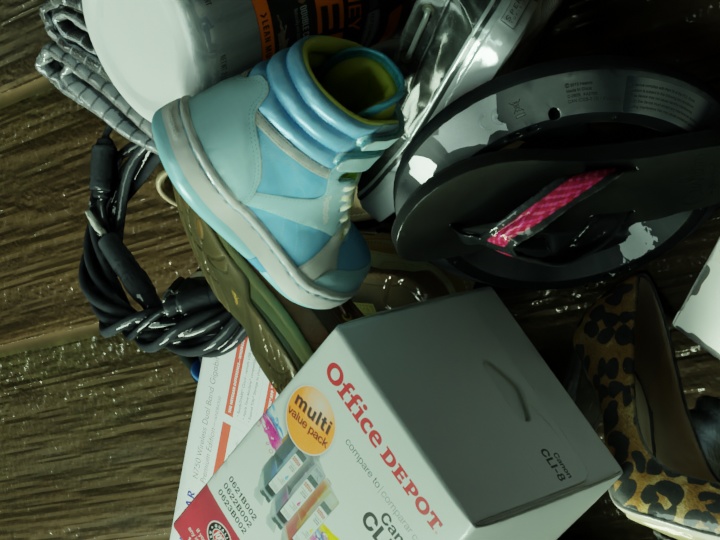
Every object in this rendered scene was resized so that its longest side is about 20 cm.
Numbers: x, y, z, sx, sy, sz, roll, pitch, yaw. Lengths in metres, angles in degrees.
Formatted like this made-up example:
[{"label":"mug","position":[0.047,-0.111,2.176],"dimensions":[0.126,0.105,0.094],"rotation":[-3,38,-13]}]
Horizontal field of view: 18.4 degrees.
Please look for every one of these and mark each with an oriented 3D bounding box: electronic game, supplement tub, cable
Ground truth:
[{"label":"electronic game","position":[0.117,-0.052,1.256],"dimensions":[0.200,0.199,0.042],"rotation":[118,151,-50]},{"label":"supplement tub","position":[-0.050,-0.169,1.281],"dimensions":[0.122,0.199,0.123],"rotation":[36,140,37]},{"label":"cable","position":[-0.108,-0.024,1.446],"dimensions":[0.199,0.051,0.164],"rotation":[13,84,34]}]

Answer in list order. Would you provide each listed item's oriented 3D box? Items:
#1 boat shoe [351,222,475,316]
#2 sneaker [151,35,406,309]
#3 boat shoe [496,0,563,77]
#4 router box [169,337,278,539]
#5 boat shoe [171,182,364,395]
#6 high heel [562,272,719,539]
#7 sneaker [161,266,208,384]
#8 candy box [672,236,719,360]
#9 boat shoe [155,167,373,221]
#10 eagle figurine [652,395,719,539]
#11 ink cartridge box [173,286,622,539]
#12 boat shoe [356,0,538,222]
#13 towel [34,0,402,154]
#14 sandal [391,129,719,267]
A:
[{"label":"boat shoe","position":[0.000,0.000,1.479],"dimensions":[0.199,0.076,0.072],"rotation":[11,132,40]},{"label":"sneaker","position":[-0.013,-0.055,1.235],"dimensions":[0.200,0.130,0.080],"rotation":[40,-155,-54]},{"label":"boat shoe","position":[0.083,-0.168,1.254],"dimensions":[0.072,0.076,0.200],"rotation":[35,139,2]},{"label":"router box","position":[-0.032,0.136,1.473],"dimensions":[0.179,0.049,0.201],"rotation":[26,117,28]},{"label":"boat shoe","position":[-0.057,-0.007,1.366],"dimensions":[0.201,0.067,0.072],"rotation":[57,161,28]},{"label":"high heel","position":[0.193,0.083,1.302],"dimensions":[0.199,0.143,0.071],"rotation":[19,175,45]},{"label":"sneaker","position":[-0.054,0.056,1.548],"dimensions":[0.199,0.112,0.073],"rotation":[22,136,33]},{"label":"candy box","position":[0.290,0.020,1.206],"dimensions":[0.200,0.071,0.168],"rotation":[38,141,16]},{"label":"boat shoe","position":[-0.055,-0.058,1.496],"dimensions":[0.199,0.065,0.073],"rotation":[10,126,41]},{"label":"eagle figurine","position":[0.269,0.179,1.336],"dimensions":[0.152,0.151,0.200],"rotation":[-43,45,16]},{"label":"ink cartridge box","position":[0.020,0.132,1.301],"dimensions":[0.146,0.144,0.200],"rotation":[54,128,20]},{"label":"boat shoe","position":[0.033,-0.107,1.260],"dimensions":[0.071,0.072,0.200],"rotation":[34,138,1]},{"label":"towel","position":[-0.077,-0.132,1.382],"dimensions":[0.199,0.165,0.086],"rotation":[34,132,20]},{"label":"sandal","position":[0.115,-0.033,1.204],"dimensions":[0.075,0.199,0.045],"rotation":[78,-177,-57]}]
